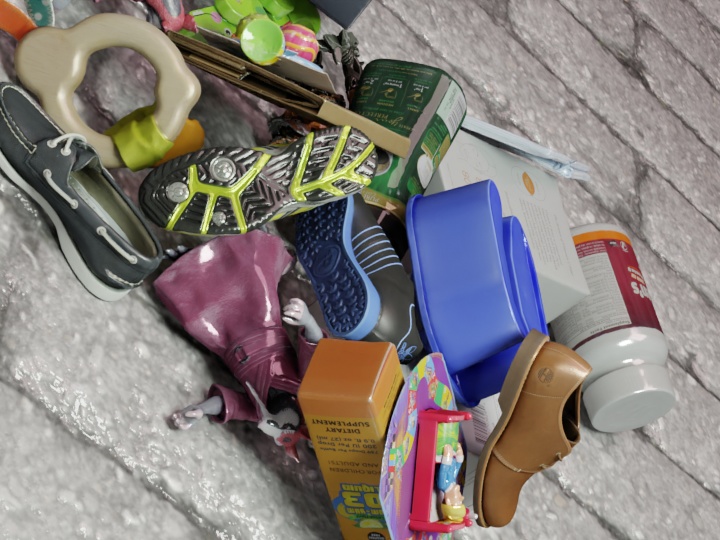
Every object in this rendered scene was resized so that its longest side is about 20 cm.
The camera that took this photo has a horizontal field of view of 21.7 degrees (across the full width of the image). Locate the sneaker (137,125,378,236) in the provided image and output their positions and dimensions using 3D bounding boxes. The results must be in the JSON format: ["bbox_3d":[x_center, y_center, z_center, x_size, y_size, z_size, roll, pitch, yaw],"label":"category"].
[{"bbox_3d":[-0.085,-0.065,1.535,0.199,0.076,0.076,-10,82,-18],"label":"sneaker"}]

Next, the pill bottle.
[{"bbox_3d":[0.256,0.060,1.957,0.109,0.109,0.201,18,47,-44],"label":"pill bottle"}]

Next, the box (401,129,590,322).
[{"bbox_3d":[0.111,-0.037,1.857,0.200,0.106,0.153,23,43,-40],"label":"box"}]

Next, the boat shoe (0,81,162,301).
[{"bbox_3d":[-0.227,-0.073,1.485,0.200,0.060,0.076,53,31,-3],"label":"boat shoe"}]

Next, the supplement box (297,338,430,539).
[{"bbox_3d":[0.009,0.146,1.492,0.200,0.066,0.069,72,28,-42],"label":"supplement box"}]

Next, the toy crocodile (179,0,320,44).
[{"bbox_3d":[-0.110,-0.232,1.781,0.062,0.067,0.200,59,32,5],"label":"toy crocodile"}]

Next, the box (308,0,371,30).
[{"bbox_3d":[-0.053,-0.342,1.823,0.196,0.118,0.200,38,8,-6],"label":"box"}]

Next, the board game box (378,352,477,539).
[{"bbox_3d":[0.069,0.166,1.503,0.201,0.039,0.158,75,30,-42],"label":"board game box"}]

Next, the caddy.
[{"bbox_3d":[0.091,0.020,1.624,0.141,0.105,0.201,52,25,-52],"label":"caddy"}]

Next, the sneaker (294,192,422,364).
[{"bbox_3d":[0.000,0.000,1.577,0.078,0.070,0.200,33,29,-35],"label":"sneaker"}]

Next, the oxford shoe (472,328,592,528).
[{"bbox_3d":[0.142,0.146,1.561,0.071,0.201,0.071,25,37,14],"label":"oxford shoe"}]

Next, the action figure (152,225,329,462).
[{"bbox_3d":[-0.089,0.068,1.526,0.201,0.134,0.149,64,6,17],"label":"action figure"}]

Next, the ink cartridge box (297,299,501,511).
[{"bbox_3d":[0.046,0.109,1.654,0.200,0.086,0.148,26,42,-36],"label":"ink cartridge box"}]

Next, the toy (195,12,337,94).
[{"bbox_3d":[-0.074,-0.197,1.642,0.115,0.047,0.200,20,4,2],"label":"toy"}]

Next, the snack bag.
[{"bbox_3d":[0.135,-0.137,1.920,0.188,0.021,0.200,24,5,16],"label":"snack bag"}]

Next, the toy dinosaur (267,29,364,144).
[{"bbox_3d":[-0.032,-0.152,1.818,0.200,0.102,0.136,-14,86,-75],"label":"toy dinosaur"}]

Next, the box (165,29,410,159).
[{"bbox_3d":[-0.060,-0.149,1.620,0.163,0.021,0.200,25,2,23],"label":"box"}]

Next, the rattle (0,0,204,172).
[{"bbox_3d":[-0.223,-0.172,1.573,0.199,0.131,0.143,31,22,6],"label":"rattle"}]

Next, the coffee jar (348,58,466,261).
[{"bbox_3d":[0.019,-0.093,1.731,0.201,0.104,0.085,-66,154,-25],"label":"coffee jar"}]

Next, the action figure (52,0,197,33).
[{"bbox_3d":[-0.200,-0.282,1.633,0.200,0.149,0.134,47,23,14],"label":"action figure"}]
